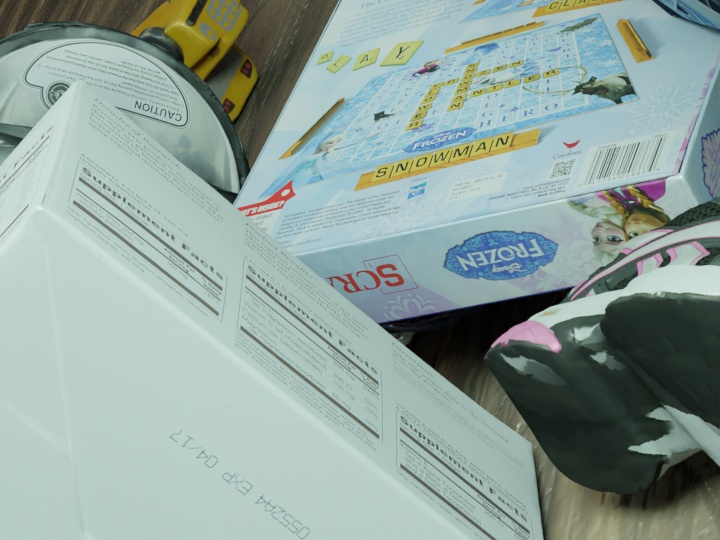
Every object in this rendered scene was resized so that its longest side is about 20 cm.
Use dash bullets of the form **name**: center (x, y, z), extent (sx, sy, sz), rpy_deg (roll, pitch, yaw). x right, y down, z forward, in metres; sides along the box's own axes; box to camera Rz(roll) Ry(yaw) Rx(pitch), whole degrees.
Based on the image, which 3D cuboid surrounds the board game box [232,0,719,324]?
- **board game box**: center (0.061, -0.066, 1.042), extent (0.200, 0.041, 0.200), rpy_deg (-11, 37, 33)

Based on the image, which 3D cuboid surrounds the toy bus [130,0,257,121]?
- **toy bus**: center (-0.130, -0.100, 1.729), extent (0.200, 0.078, 0.065), rpy_deg (-37, 20, 42)

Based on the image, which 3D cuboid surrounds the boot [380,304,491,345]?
- **boot**: center (0.000, 0.000, 1.127), extent (0.200, 0.073, 0.090), rpy_deg (-38, 18, 31)

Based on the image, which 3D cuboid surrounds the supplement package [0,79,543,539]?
- **supplement package**: center (-0.066, 0.072, 0.907), extent (0.156, 0.200, 0.111), rpy_deg (-46, 16, 18)

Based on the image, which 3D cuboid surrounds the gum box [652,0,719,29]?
- **gum box**: center (0.081, -0.133, 0.868), extent (0.045, 0.170, 0.200), rpy_deg (-51, 18, 1)

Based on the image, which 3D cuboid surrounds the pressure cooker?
- **pressure cooker**: center (-0.140, -0.025, 1.372), extent (0.176, 0.179, 0.200), rpy_deg (-29, -1, -16)

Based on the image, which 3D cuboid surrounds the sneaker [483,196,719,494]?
- **sneaker**: center (0.109, 0.009, 0.798), extent (0.086, 0.080, 0.200), rpy_deg (-45, 18, -19)
